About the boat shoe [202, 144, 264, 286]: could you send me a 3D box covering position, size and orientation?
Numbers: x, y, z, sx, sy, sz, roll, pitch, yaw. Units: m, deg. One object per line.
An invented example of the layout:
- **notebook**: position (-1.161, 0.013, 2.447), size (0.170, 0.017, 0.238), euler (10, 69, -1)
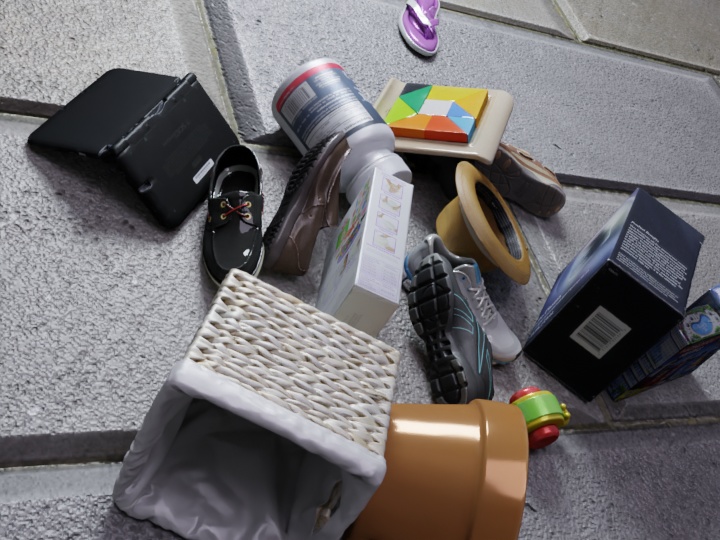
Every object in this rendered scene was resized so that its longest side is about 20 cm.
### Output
- **boat shoe**: position (-0.150, -0.066, 1.017), size (0.073, 0.064, 0.203), euler (-1, 48, -2)

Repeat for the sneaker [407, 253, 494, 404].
- **sneaker**: position (0.114, 0.078, 1.061), size (0.079, 0.075, 0.203), euler (5, 68, -43)

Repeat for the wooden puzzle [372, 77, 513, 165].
- **wooden puzzle**: position (0.114, -0.229, 1.267), size (0.198, 0.038, 0.186), euler (12, 43, 15)

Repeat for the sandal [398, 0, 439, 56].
- **sandal**: position (0.113, -0.465, 1.561), size (0.082, 0.050, 0.204), euler (20, 45, -16)

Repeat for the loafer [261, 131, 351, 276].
- **loafer**: position (-0.059, -0.079, 1.066), size (0.071, 0.073, 0.202), euler (33, 74, -22)

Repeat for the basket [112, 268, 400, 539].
- **basket**: position (-0.092, 0.142, 0.788), size (0.198, 0.199, 0.162), euler (26, 39, -9)

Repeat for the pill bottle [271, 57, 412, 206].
- **pill bottle**: position (-0.022, -0.177, 1.168), size (0.119, 0.120, 0.201), euler (-19, 66, -42)

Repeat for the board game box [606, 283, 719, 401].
- **board game box**: position (0.452, 0.085, 1.178), size (0.198, 0.200, 0.062), euler (-10, 59, -38)

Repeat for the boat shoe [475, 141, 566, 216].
- **boat shoe**: position (0.236, -0.159, 1.358), size (0.199, 0.076, 0.072), euler (32, 38, -17)

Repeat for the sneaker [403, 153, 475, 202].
- **sneaker**: position (0.108, -0.173, 1.294), size (0.090, 0.076, 0.201), euler (-1, 46, -21)

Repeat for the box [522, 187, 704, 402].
- **box**: position (0.339, 0.031, 1.156), size (0.123, 0.201, 0.199), euler (37, 41, 3)

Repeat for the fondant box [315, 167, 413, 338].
- **fondant box**: position (0.000, 0.000, 1.006), size (0.058, 0.145, 0.201), euler (21, 44, -13)

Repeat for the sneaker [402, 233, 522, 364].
- **sneaker**: position (0.137, 0.035, 1.108), size (0.200, 0.087, 0.075), euler (43, 41, 7)

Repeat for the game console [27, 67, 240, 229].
- **game console**: position (-0.270, -0.156, 1.066), size (0.177, 0.115, 0.201), euler (55, 37, -23)

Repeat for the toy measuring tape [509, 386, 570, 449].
- **toy measuring tape**: position (0.178, 0.177, 1.019), size (0.198, 0.074, 0.074), euler (1, 52, -33)

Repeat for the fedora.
- **fedora**: position (0.159, -0.051, 1.178), size (0.201, 0.081, 0.202), euler (47, 26, -31)

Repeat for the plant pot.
- **plant pot**: position (0.065, 0.213, 0.834), size (0.138, 0.201, 0.201), euler (15, 45, -4)
